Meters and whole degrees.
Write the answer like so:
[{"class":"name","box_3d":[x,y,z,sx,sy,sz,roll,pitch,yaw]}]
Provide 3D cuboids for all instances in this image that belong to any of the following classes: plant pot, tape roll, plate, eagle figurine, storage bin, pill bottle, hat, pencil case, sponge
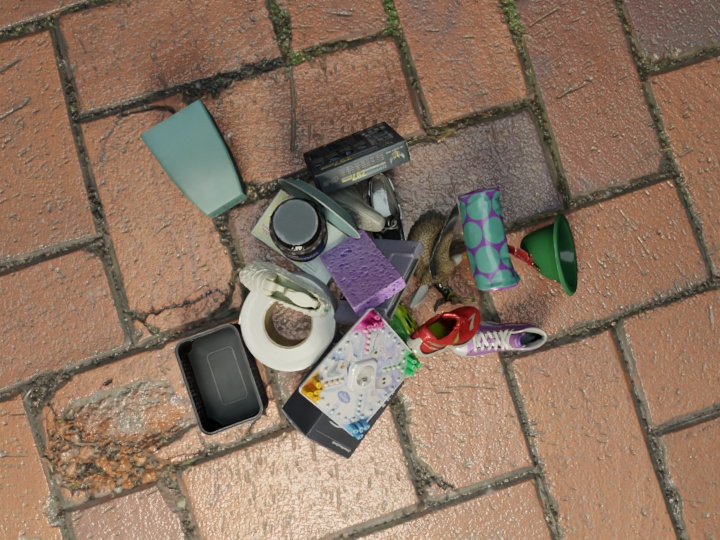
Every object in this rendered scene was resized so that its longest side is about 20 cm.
[{"class":"plant pot","box_3d":[-0.331,-0.219,1.288,0.141,0.141,0.201,-31,94,-3]},{"class":"tape roll","box_3d":[-0.146,0.103,1.277,0.200,0.071,0.205,0,95,5]},{"class":"plate","box_3d":[-0.077,-0.131,1.229,0.199,0.200,0.026,34,86,2]},{"class":"eagle figurine","box_3d":[0.163,-0.026,1.281,0.151,0.151,0.202,-13,99,29]},{"class":"storage bin","box_3d":[-0.284,0.221,1.271,0.134,0.094,0.202,-19,85,-2]},{"class":"pill bottle","box_3d":[-0.120,-0.080,1.205,0.111,0.200,0.113,0,86,-1]},{"class":"hat","box_3d":[0.353,-0.034,1.315,0.175,0.166,0.201,-8,115,31]},{"class":"pencil case","box_3d":[0.252,-0.061,1.203,0.092,0.085,0.202,-11,88,-21]},{"class":"sponge","box_3d":[0.000,0.000,1.221,0.111,0.200,0.030,-32,129,-4]}]

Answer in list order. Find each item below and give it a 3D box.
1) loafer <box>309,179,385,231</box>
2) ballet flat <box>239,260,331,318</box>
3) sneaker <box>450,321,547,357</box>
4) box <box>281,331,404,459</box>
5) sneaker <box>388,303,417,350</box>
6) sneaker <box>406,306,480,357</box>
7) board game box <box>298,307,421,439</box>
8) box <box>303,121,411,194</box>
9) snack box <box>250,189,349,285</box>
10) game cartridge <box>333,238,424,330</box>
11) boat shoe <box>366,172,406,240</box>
[{"class":"loafer","box_3d":[-0.024,-0.148,1.295,0.199,0.070,0.070,33,67,23]},{"class":"ballet flat","box_3d":[-0.149,0.035,1.205,0.199,0.072,0.072,22,85,4]},{"class":"sneaker","box_3d":[0.286,0.140,1.278,0.199,0.114,0.073,-8,87,0]},{"class":"box","box_3d":[-0.034,0.252,1.233,0.200,0.104,0.148,-51,132,-5]},{"class":"sneaker","box_3d":[0.058,0.105,1.306,0.083,0.074,0.201,-36,89,20]},{"class":"sneaker","box_3d":[0.182,0.113,1.219,0.199,0.085,0.077,-21,66,-40]},{"class":"board game box","box_3d":[0.009,0.199,1.153,0.200,0.026,0.200,-48,131,-8]},{"class":"box","box_3d":[-0.011,-0.236,1.281,0.199,0.158,0.051,-23,120,-4]},{"class":"snack box","box_3d":[-0.123,-0.069,1.324,0.199,0.037,0.117,35,85,1]},{"class":"game cartridge","box_3d":[0.035,0.023,1.232,0.129,0.038,0.201,8,60,37]},{"class":"boat shoe","box_3d":[0.057,-0.113,1.319,0.073,0.060,0.202,-9,85,-2]}]
